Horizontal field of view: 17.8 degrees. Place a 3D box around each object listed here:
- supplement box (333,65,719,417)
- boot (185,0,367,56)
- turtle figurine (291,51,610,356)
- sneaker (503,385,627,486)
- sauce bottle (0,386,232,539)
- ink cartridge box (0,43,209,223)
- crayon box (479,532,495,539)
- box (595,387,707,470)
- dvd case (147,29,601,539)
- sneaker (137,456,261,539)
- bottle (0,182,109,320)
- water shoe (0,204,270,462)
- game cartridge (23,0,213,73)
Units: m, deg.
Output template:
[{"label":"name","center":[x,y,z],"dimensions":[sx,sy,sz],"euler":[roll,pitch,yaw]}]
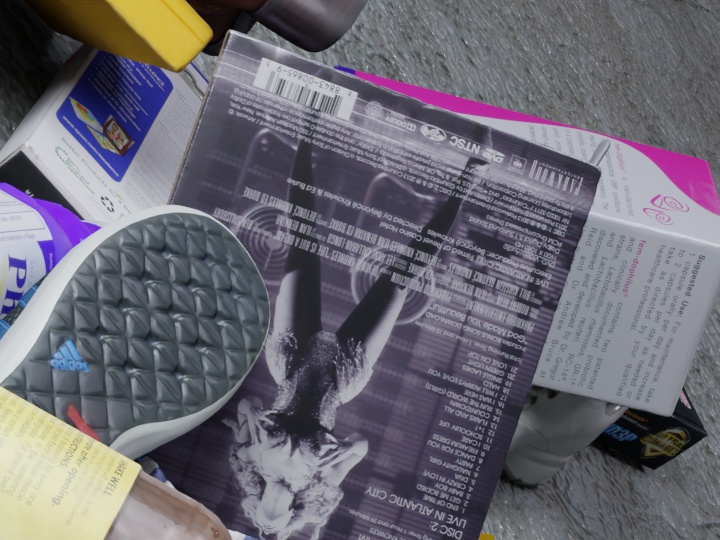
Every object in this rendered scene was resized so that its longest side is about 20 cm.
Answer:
[{"label":"supplement box","center":[0.070,-0.015,1.129],"dimensions":[0.198,0.104,0.101],"euler":[13,27,-6]},{"label":"boot","center":[-0.108,-0.164,0.941],"dimensions":[0.199,0.069,0.188],"euler":[35,2,-24]},{"label":"turtle figurine","center":[0.000,0.000,0.939],"dimensions":[0.144,0.200,0.194],"euler":[37,10,-10]},{"label":"sneaker","center":[0.077,0.060,1.179],"dimensions":[0.200,0.087,0.075],"euler":[6,53,-62]},{"label":"sauce bottle","center":[-0.081,0.077,0.630],"dimensions":[0.199,0.065,0.065],"euler":[29,23,-1]},{"label":"ink cartridge box","center":[-0.104,-0.051,1.034],"dimensions":[0.095,0.037,0.200],"euler":[49,24,-14]},{"label":"crayon box","center":[0.034,0.172,0.964],"dimensions":[0.200,0.051,0.128],"euler":[16,42,-60]},{"label":"box","center":[0.121,0.013,1.405],"dimensions":[0.159,0.046,0.201],"euler":[29,32,-49]},{"label":"dvd case","center":[-0.012,0.032,0.835],"dimensions":[0.148,0.201,0.016],"euler":[19,-5,-5]},{"label":"sneaker","center":[-0.036,0.140,0.747],"dimensions":[0.199,0.080,0.116],"euler":[32,-23,47]},{"label":"bottle","center":[-0.139,0.011,0.793],"dimensions":[0.065,0.084,0.200],"euler":[28,13,18]},{"label":"water shoe","center":[-0.107,0.045,0.743],"dimensions":[0.072,0.079,0.200],"euler":[57,43,-11]},{"label":"game cartridge","center":[-0.154,-0.162,0.969],"dimensions":[0.176,0.032,0.200],"euler":[46,-9,-23]}]
